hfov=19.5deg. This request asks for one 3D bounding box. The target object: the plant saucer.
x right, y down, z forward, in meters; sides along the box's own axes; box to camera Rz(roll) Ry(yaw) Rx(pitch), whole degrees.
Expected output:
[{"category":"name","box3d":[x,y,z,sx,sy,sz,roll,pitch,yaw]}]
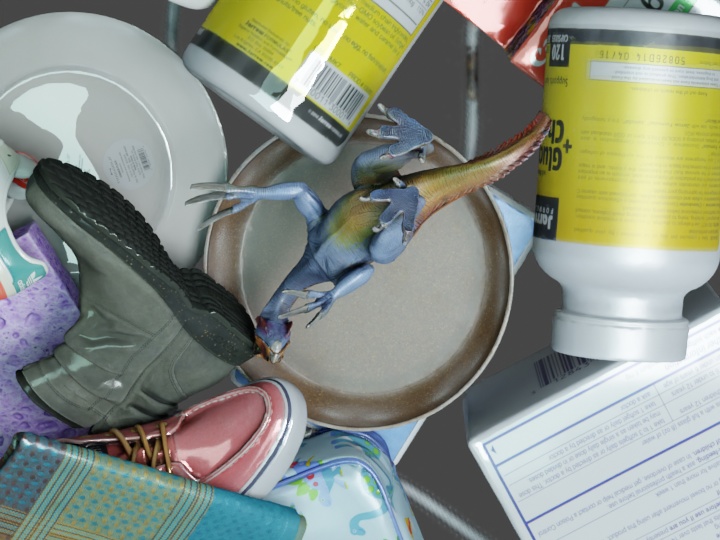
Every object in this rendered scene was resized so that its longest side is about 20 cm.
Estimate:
[{"category":"plant saucer","box3d":[0.000,0.000,1.326,0.198,0.032,0.202,2,99,11]}]

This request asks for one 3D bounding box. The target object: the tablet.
[{"category":"tablet","box3d":[0.016,0.019,1.360,0.130,0.014,0.201,30,102,-6]}]

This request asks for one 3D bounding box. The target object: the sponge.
[{"category":"sponge","box3d":[-0.207,0.079,1.355,0.111,0.030,0.201,-28,109,8]}]

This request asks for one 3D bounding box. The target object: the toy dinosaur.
[{"category":"toy dinosaur","box3d":[0.001,-0.008,1.235,0.198,0.182,0.106,-1,64,-15]}]

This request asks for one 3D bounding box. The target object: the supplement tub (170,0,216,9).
[{"category":"supplement tub","box3d":[-0.091,-0.269,1.233,0.131,0.132,0.201,33,102,-7]}]

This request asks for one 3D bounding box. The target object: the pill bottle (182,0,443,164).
[{"category":"pill bottle","box3d":[-0.008,-0.175,1.254,0.114,0.114,0.201,35,89,-8]}]

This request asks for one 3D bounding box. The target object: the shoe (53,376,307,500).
[{"category":"shoe","box3d":[-0.130,0.124,1.281,0.200,0.072,0.091,-36,143,20]}]

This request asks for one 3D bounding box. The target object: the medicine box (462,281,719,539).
[{"category":"medicine box","box3d":[0.189,0.136,1.341,0.181,0.103,0.201,-28,102,7]}]

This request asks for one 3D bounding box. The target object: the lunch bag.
[{"category":"lunch bag","box3d":[-0.032,0.210,1.365,0.160,0.083,0.201,-21,106,7]}]

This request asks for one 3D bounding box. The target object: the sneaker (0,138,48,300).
[{"category":"sneaker","box3d":[-0.248,-0.071,1.297,0.093,0.070,0.201,-13,75,-11]}]

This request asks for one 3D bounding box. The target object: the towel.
[{"category":"towel","box3d":[-0.149,0.171,1.262,0.199,0.022,0.147,21,121,-29]}]

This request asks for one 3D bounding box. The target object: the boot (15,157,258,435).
[{"category":"boot","box3d":[-0.163,0.033,1.271,0.130,0.068,0.200,-39,125,10]}]

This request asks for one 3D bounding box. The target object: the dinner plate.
[{"category":"dinner plate","box3d":[-0.184,-0.063,1.338,0.198,0.024,0.202,0,104,-1]}]

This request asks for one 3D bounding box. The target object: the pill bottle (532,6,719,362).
[{"category":"pill bottle","box3d":[0.159,-0.051,1.228,0.111,0.112,0.202,4,94,-1]}]

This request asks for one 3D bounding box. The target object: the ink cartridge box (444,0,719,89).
[{"category":"ink cartridge box","box3d":[0.150,-0.155,1.299,0.199,0.050,0.109,36,101,-8]}]
